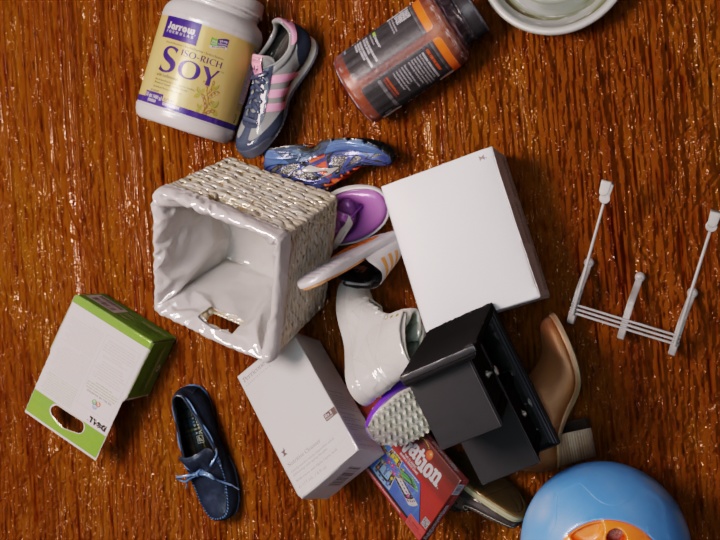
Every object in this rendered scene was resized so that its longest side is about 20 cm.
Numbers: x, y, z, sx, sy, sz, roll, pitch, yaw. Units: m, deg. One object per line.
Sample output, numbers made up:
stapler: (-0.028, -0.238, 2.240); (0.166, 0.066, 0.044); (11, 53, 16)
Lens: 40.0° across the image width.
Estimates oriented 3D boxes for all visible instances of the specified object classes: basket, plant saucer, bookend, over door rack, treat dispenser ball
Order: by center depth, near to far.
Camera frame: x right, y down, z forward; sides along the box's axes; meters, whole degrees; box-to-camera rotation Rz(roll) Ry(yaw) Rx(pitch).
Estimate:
bookend: (0.145, 0.163, 1.150); (0.092, 0.200, 0.199); (-25, 94, 17)
treat dispenser ball: (0.294, 0.332, 1.191); (0.200, 0.201, 0.202); (0, 89, 17)
over door rack: (0.354, -0.007, 1.238); (0.147, 0.067, 0.201); (17, 115, 17)
plant saucer: (0.256, -0.403, 1.290); (0.199, 0.050, 0.201); (0, 90, 18)
basket: (-0.153, -0.023, 1.315); (0.198, 0.161, 0.201); (21, 126, 20)

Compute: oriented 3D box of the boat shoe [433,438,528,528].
boat shoe: (0.131, 0.286, 1.311); (0.200, 0.073, 0.065); (30, 113, 33)

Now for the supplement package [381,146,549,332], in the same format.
supplement package: (0.138, -0.037, 1.291); (0.155, 0.111, 0.201); (-19, 84, 16)

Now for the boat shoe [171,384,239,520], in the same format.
boat shoe: (-0.238, 0.268, 1.427); (0.084, 0.069, 0.201); (-26, 82, 16)

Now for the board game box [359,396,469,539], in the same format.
board game box: (0.054, 0.248, 1.308); (0.200, 0.019, 0.103); (46, 111, 42)

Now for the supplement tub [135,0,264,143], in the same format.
supplement tub: (-0.221, -0.293, 1.388); (0.145, 0.145, 0.201); (19, 95, 17)

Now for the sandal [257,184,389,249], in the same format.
sandal: (-0.052, -0.058, 1.369); (0.202, 0.050, 0.083); (-16, 116, 22)

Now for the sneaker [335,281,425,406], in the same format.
sneaker: (0.033, 0.070, 1.301); (0.115, 0.074, 0.200); (-34, 43, 25)

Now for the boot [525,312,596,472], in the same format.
boot: (0.210, 0.164, 1.275); (0.154, 0.074, 0.201); (-11, 87, 8)

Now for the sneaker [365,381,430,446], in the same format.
sneaker: (0.079, 0.149, 1.305); (0.200, 0.099, 0.070); (-41, 110, -13)

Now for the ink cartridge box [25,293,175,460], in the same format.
ink cartridge box: (-0.390, 0.155, 1.474); (0.147, 0.076, 0.201); (29, 99, 15)

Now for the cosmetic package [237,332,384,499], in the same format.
cosmetic package: (-0.069, 0.196, 1.343); (0.113, 0.081, 0.200); (-42, 62, 13)

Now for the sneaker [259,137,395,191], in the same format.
sneaker: (-0.043, -0.143, 1.377); (0.199, 0.075, 0.079); (-4, 97, 25)

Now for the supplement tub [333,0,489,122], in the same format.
supplement tub: (0.070, -0.292, 1.318); (0.200, 0.107, 0.107); (-31, 81, 15)

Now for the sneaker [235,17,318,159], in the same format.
sneaker: (-0.135, -0.257, 1.373); (0.070, 0.082, 0.201); (17, 79, 38)

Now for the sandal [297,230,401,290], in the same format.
sandal: (-0.006, 0.002, 1.303); (0.079, 0.206, 0.059); (-15, 101, 42)
